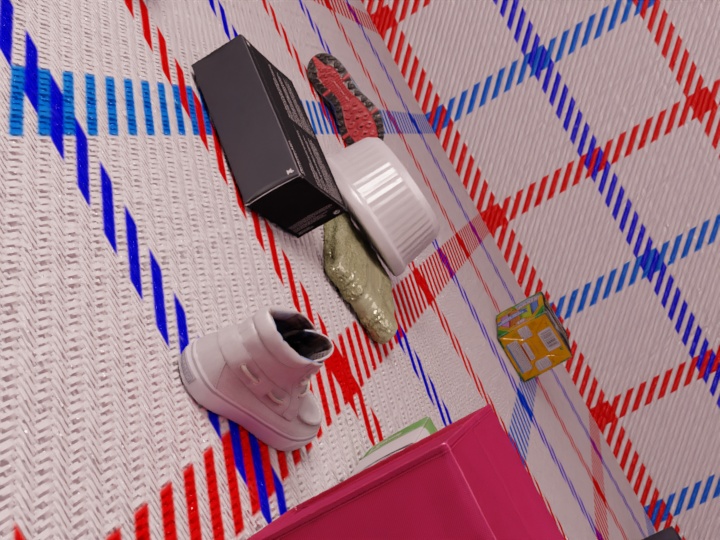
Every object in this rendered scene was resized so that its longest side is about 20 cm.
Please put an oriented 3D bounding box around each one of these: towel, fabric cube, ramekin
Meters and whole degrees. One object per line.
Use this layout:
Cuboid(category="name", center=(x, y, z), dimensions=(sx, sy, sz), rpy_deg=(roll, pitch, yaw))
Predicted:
Cuboid(category="towel", center=(0.000, 0.000, 1.389), dimensions=(0.149, 0.036, 0.200), rpy_deg=(54, 15, -22))
Cuboid(category="fabric cube", center=(0.044, 0.237, 0.740), dimensions=(0.200, 0.196, 0.200), rpy_deg=(61, 14, 8))
Cuboid(category="ramekin", center=(0.030, -0.097, 1.470), dimensions=(0.203, 0.094, 0.202), rpy_deg=(55, -2, 2))

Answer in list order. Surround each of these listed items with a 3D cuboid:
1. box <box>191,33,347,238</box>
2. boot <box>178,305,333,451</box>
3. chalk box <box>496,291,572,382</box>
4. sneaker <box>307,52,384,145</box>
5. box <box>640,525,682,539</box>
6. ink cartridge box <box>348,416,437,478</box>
Cuboid(category="box", center=(-0.107, -0.156, 1.227), dimensions=(0.200, 0.079, 0.141), rpy_deg=(67, 12, 22))
Cuboid(category="boot", center=(-0.059, 0.091, 0.868), dimensions=(0.200, 0.095, 0.074), rpy_deg=(37, 27, -59))
Cuboid(category="chalk box", center=(0.383, 0.138, 2.317), dimensions=(0.125, 0.124, 0.200), rpy_deg=(58, 13, -9))
Cuboid(category="sneaker", center=(-0.015, -0.298, 1.841), dimensions=(0.200, 0.079, 0.096), rpy_deg=(60, 12, -4))
Cuboid(category="box", center=(0.782, 0.764, 2.539), dimensions=(0.182, 0.104, 0.200), rpy_deg=(48, 18, -39))
Cuboid(category="ink cartridge box", center=(0.054, 0.242, 0.995), dimensions=(0.146, 0.084, 0.200), rpy_deg=(61, 14, 1))
